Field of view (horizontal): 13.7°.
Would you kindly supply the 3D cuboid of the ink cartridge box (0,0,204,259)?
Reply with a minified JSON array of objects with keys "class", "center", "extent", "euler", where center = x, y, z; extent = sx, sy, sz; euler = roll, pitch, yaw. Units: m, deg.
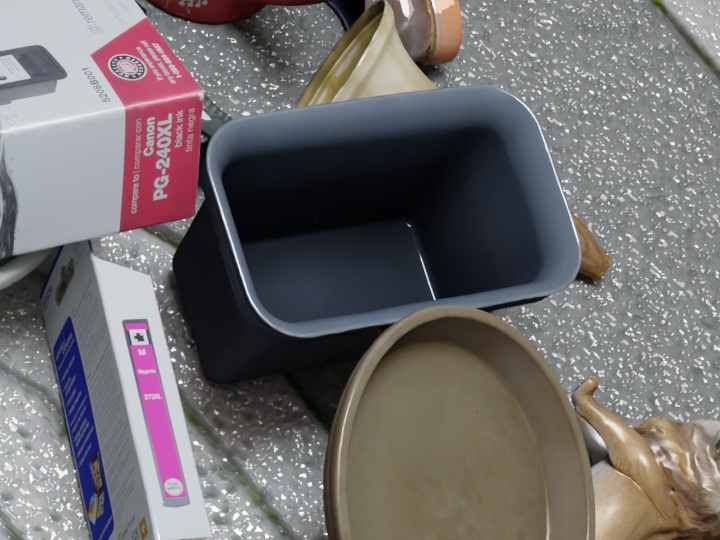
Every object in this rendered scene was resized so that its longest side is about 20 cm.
[{"class":"ink cartridge box","center":[-0.200,-0.079,1.532],"extent":[0.199,0.084,0.145],"euler":[-13,42,-25]}]

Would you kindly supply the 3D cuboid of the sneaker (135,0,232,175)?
[{"class":"sneaker","center":[-0.145,-0.130,1.690],"extent":[0.200,0.067,0.091],"euler":[29,55,1]}]

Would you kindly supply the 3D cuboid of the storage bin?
[{"class":"storage bin","center":[0.000,0.000,1.617],"extent":[0.199,0.134,0.146],"euler":[-10,71,-26]}]

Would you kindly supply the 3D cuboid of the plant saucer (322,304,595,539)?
[{"class":"plant saucer","center":[0.048,0.118,1.521],"extent":[0.200,0.029,0.201],"euler":[14,71,-45]}]

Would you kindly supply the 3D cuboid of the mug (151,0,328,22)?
[{"class":"mug","center":[-0.067,-0.225,1.699],"extent":[0.133,0.200,0.178],"euler":[7,57,-18]}]

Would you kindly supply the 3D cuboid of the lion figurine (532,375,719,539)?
[{"class":"lion figurine","center":[0.129,0.136,1.634],"extent":[0.200,0.072,0.123],"euler":[-39,86,-21]}]

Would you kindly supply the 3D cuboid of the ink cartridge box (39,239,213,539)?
[{"class":"ink cartridge box","center":[-0.124,0.074,1.547],"extent":[0.037,0.095,0.201],"euler":[-4,60,-24]}]

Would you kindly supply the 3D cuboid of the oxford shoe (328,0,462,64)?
[{"class":"oxford shoe","center":[-0.003,-0.211,1.799],"extent":[0.073,0.071,0.201],"euler":[-11,64,-22]}]

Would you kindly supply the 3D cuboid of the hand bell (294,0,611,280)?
[{"class":"hand bell","center":[0.063,-0.056,1.726],"extent":[0.200,0.104,0.104],"euler":[35,52,-12]}]

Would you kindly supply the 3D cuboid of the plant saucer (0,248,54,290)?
[{"class":"plant saucer","center":[-0.252,-0.036,1.580],"extent":[0.199,0.050,0.201],"euler":[6,43,-6]}]
